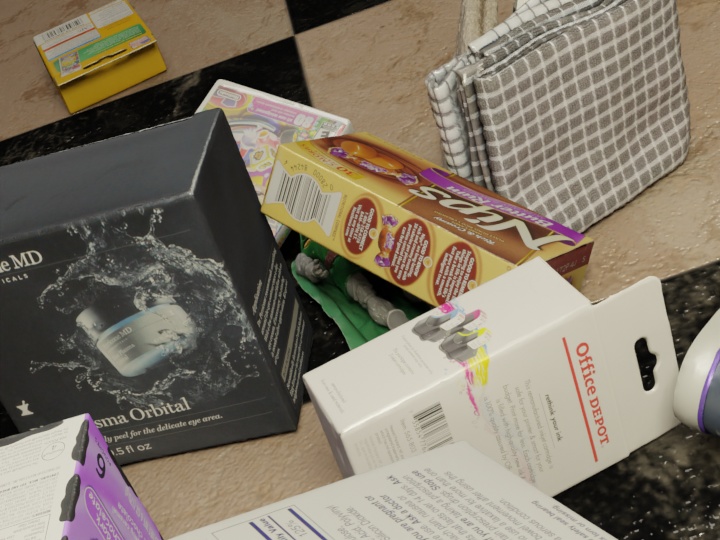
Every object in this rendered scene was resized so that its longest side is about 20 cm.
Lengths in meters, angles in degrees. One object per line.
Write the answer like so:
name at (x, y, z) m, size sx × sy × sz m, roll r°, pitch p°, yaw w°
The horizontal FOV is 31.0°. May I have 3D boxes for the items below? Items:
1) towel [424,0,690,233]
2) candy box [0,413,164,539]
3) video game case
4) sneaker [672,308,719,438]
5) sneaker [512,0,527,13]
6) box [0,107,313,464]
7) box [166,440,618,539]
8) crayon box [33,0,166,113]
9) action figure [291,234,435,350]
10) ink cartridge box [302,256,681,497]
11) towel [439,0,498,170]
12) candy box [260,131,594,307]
towel at (0.155, -0.117, 0.954) m, size 0.199 × 0.167 × 0.085 m, roll -33°, pitch 40°, yaw -20°
candy box at (-0.139, 0.202, 0.633) m, size 0.071 × 0.169 × 0.201 m, roll -18°, pitch 32°, yaw 7°
video game case at (-0.112, -0.062, 1.074) m, size 0.142 × 0.018 × 0.201 m, roll 20°, pitch 67°, yaw 27°
sneaker at (0.282, 0.044, 0.728) m, size 0.146 × 0.081 × 0.200 m, roll 19°, pitch 45°, yaw 35°
sneaker at (0.174, -0.200, 1.166) m, size 0.079 × 0.074 × 0.201 m, roll -2°, pitch 41°, yaw 11°
box at (-0.158, 0.020, 0.891) m, size 0.195 × 0.201 × 0.118 m, roll -13°, pitch 32°, yaw 13°
box at (0.026, 0.181, 0.575) m, size 0.199 × 0.106 × 0.183 m, roll -13°, pitch 24°, yaw -32°
crayon box at (-0.307, -0.252, 1.529) m, size 0.125 × 0.052 × 0.200 m, roll -26°, pitch 31°, yaw -9°
action figure at (0.000, 0.000, 0.973) m, size 0.118 × 0.055 × 0.200 m, roll -30°, pitch 30°, yaw -17°
ink cartridge box at (0.081, 0.075, 0.750) m, size 0.199 × 0.116 × 0.068 m, roll -26°, pitch 32°, yaw -9°
towel at (0.089, -0.146, 1.066) m, size 0.034 × 0.133 × 0.201 m, roll 7°, pitch 34°, yaw 0°
candy box at (0.045, -0.029, 0.884) m, size 0.199 × 0.057 × 0.116 m, roll 27°, pitch 23°, yaw 26°
